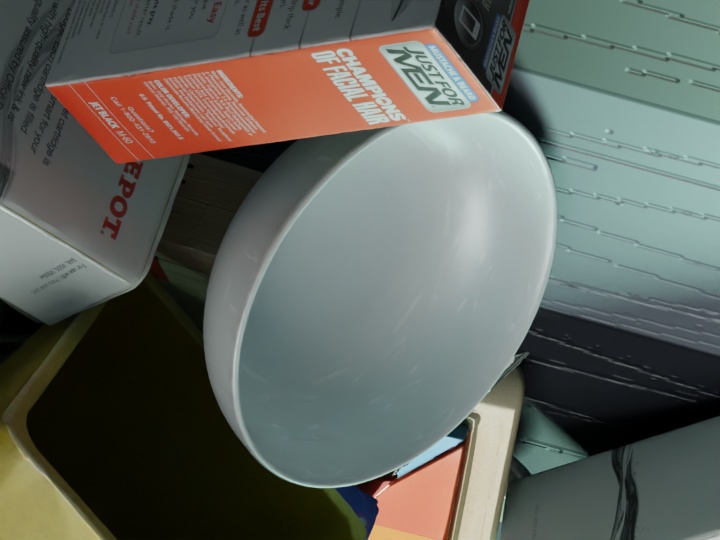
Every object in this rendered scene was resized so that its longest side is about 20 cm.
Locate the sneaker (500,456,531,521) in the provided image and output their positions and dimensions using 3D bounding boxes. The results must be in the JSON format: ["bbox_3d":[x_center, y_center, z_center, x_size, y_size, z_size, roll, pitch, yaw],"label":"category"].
[{"bbox_3d":[0.001,0.127,1.615,0.199,0.081,0.075,6,146,14],"label":"sneaker"}]

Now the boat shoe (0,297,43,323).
[{"bbox_3d":[-0.212,-0.060,1.377,0.200,0.060,0.076,43,165,-11],"label":"boat shoe"}]

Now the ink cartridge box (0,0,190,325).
[{"bbox_3d":[-0.178,-0.088,1.292,0.200,0.147,0.083,33,148,-24],"label":"ink cartridge box"}]

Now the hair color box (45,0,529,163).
[{"bbox_3d":[-0.027,-0.116,1.209,0.199,0.111,0.064,-6,143,34],"label":"hair color box"}]

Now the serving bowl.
[{"bbox_3d":[0.000,0.000,1.336,0.066,0.200,0.200,36,165,39],"label":"serving bowl"}]

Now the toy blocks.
[{"bbox_3d":[-0.073,-0.001,1.447,0.136,0.100,0.200,17,157,23],"label":"toy blocks"}]

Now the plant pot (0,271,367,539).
[{"bbox_3d":[-0.147,0.150,1.365,0.200,0.196,0.194,-35,102,25],"label":"plant pot"}]

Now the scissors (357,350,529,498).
[{"bbox_3d":[0.018,0.106,1.515,0.199,0.014,0.073,-24,104,21],"label":"scissors"}]

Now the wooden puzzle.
[{"bbox_3d":[-0.015,0.126,1.554,0.184,0.037,0.201,12,112,7],"label":"wooden puzzle"}]

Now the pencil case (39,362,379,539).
[{"bbox_3d":[-0.084,0.102,1.474,0.200,0.087,0.078,38,170,-7],"label":"pencil case"}]

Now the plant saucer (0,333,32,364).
[{"bbox_3d":[-0.207,0.100,1.558,0.199,0.200,0.050,7,117,16],"label":"plant saucer"}]

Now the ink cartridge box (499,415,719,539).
[{"bbox_3d":[0.193,0.157,1.539,0.199,0.085,0.146,-19,135,33],"label":"ink cartridge box"}]

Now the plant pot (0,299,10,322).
[{"bbox_3d":[-0.269,0.020,1.462,0.199,0.191,0.200,13,148,8],"label":"plant pot"}]

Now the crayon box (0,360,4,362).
[{"bbox_3d":[-0.201,0.120,1.719,0.172,0.058,0.200,14,148,7],"label":"crayon box"}]
